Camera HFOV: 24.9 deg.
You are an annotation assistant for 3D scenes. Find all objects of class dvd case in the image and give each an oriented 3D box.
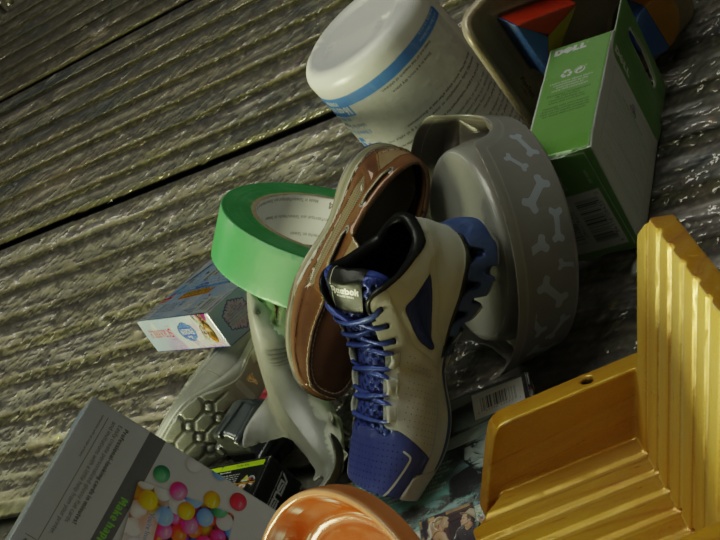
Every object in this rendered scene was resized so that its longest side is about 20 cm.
[{"bbox_3d":[0.064,0.164,1.106,0.144,0.022,0.201,-22,38,12],"label":"dvd case"}]

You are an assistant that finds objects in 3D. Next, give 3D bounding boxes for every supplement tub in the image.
[{"bbox_3d":[0.059,-0.143,1.423,0.131,0.200,0.133,-34,26,20],"label":"supplement tub"}]

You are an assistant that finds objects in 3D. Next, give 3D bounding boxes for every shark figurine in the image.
[{"bbox_3d":[-0.056,0.128,1.310,0.089,0.129,0.216,-27,46,5],"label":"shark figurine"}]

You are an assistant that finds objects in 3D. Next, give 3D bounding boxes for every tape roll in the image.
[{"bbox_3d":[-0.026,-0.017,1.380,0.201,0.198,0.049,-118,39,-64],"label":"tape roll"}]

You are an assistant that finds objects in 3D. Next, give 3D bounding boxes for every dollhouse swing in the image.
[{"bbox_3d":[0.139,0.097,0.949,0.180,0.177,0.201,-21,28,1],"label":"dollhouse swing"}]

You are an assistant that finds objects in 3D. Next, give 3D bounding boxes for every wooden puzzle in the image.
[{"bbox_3d":[0.192,-0.207,1.346,0.201,0.185,0.046,-51,41,-10],"label":"wooden puzzle"}]

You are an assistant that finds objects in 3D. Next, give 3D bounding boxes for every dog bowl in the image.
[{"bbox_3d":[0.099,-0.023,1.216,0.058,0.203,0.200,-13,19,-17],"label":"dog bowl"}]

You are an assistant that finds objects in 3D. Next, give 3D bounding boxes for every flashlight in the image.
[{"bbox_3d":[-0.059,0.081,1.417,0.067,0.068,0.201,19,56,25],"label":"flashlight"}]

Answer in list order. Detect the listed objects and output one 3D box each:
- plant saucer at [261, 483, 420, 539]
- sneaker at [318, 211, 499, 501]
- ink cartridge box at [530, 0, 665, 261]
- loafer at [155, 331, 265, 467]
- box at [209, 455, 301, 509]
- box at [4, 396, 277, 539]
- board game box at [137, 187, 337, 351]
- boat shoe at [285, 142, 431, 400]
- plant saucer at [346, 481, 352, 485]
[{"bbox_3d":[0.003,0.231,1.008,0.032,0.203,0.199,-12,2,-38],"label":"plant saucer"},{"bbox_3d":[0.013,0.046,1.110,0.080,0.114,0.202,14,87,47],"label":"sneaker"},{"bbox_3d":[0.189,-0.115,1.289,0.059,0.104,0.201,-14,38,29],"label":"ink cartridge box"},{"bbox_3d":[-0.123,0.111,1.485,0.200,0.070,0.070,-46,19,-20],"label":"loafer"},{"bbox_3d":[-0.159,0.253,1.346,0.199,0.048,0.194,-18,35,44],"label":"box"},{"bbox_3d":[-0.141,0.206,1.126,0.041,0.199,0.157,-42,16,57],"label":"box"},{"bbox_3d":[-0.100,-0.001,1.561,0.199,0.041,0.199,-42,14,-22],"label":"board game box"},{"bbox_3d":[0.000,0.000,1.227,0.072,0.075,0.203,10,84,62],"label":"boat shoe"},{"bbox_3d":[-0.024,0.241,1.170,0.199,0.035,0.201,-35,28,21],"label":"plant saucer"}]
